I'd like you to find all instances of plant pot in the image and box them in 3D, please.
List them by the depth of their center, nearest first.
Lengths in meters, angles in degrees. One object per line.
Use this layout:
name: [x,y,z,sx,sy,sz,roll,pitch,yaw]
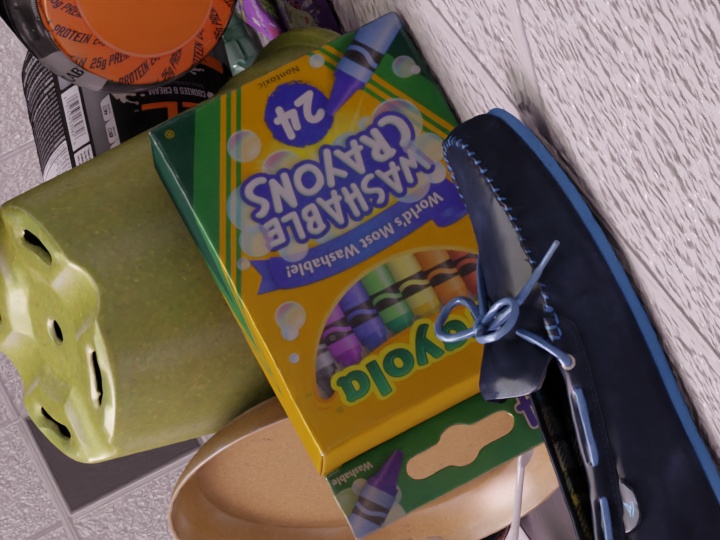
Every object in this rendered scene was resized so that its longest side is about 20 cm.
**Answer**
plant pot: [0.004,0.095,1.241,0.200,0.200,0.028,78,180,-62]
plant pot: [-0.077,0.002,1.246,0.200,0.184,0.201,38,139,44]

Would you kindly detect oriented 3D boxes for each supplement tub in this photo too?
supplement tub: [-0.133,-0.161,1.324,0.123,0.122,0.200,66,172,-20]
supplement tub: [-0.118,-0.049,1.455,0.123,0.122,0.200,78,176,-61]

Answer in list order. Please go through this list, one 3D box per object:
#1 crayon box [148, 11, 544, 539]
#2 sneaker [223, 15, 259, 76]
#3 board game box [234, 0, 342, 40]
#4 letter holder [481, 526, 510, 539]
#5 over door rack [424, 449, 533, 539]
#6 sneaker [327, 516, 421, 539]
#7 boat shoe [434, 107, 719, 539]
crayon box: [0.006,0.001,1.136,0.200,0.126,0.052,61,171,13]
sneaker: [-0.111,-0.152,1.561,0.201,0.074,0.118,63,179,22]
board game box: [-0.067,-0.183,1.367,0.200,0.032,0.120,-137,25,-68]
letter holder: [0.014,0.082,1.509,0.100,0.142,0.200,29,-165,-37]
over door rack: [0.030,0.169,1.206,0.067,0.148,0.200,30,136,13]
sneaker: [-0.009,0.072,1.394,0.083,0.071,0.200,29,-150,-35]
boat shoe: [0.077,0.034,0.993,0.200,0.069,0.084,62,172,8]
